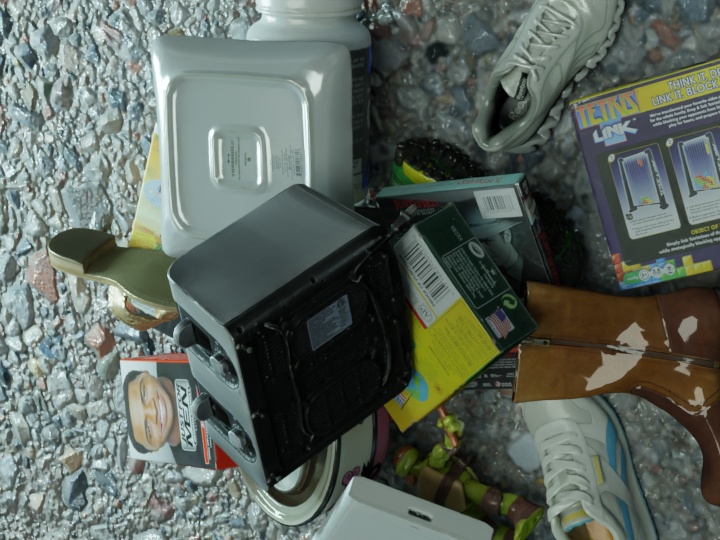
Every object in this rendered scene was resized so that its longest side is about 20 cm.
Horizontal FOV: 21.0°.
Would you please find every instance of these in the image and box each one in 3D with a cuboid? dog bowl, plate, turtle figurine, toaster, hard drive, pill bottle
[{"bbox_3d":[-0.047,0.129,1.782,0.199,0.073,0.202,13,106,55],"label":"dog bowl"},{"bbox_3d":[-0.099,-0.099,1.683,0.198,0.032,0.202,6,105,26],"label":"plate"},{"bbox_3d":[0.084,0.209,1.772,0.161,0.064,0.201,33,124,20],"label":"turtle figurine"},{"bbox_3d":[-0.051,0.046,1.584,0.118,0.199,0.182,33,146,39],"label":"toaster"},{"bbox_3d":[0.029,0.250,1.748,0.131,0.026,0.200,21,150,-4],"label":"hard drive"},{"bbox_3d":[-0.046,-0.163,1.723,0.113,0.114,0.202,10,107,27],"label":"pill bottle"}]

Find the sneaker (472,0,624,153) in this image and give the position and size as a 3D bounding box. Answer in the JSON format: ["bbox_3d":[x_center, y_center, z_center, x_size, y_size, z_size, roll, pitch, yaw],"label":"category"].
[{"bbox_3d":[0.156,-0.181,1.624,0.075,0.081,0.201,35,115,20],"label":"sneaker"}]

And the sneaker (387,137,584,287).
[{"bbox_3d":[0.109,-0.036,1.699,0.199,0.078,0.086,34,128,24],"label":"sneaker"}]

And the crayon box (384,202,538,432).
[{"bbox_3d":[0.055,0.043,1.642,0.127,0.051,0.200,56,146,7],"label":"crayon box"}]

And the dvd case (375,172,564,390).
[{"bbox_3d":[0.107,0.014,1.658,0.145,0.022,0.201,-5,120,36],"label":"dvd case"}]

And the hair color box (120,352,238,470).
[{"bbox_3d":[-0.158,0.130,1.833,0.199,0.061,0.103,-5,92,61],"label":"hair color box"}]

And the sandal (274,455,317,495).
[{"bbox_3d":[-0.082,0.098,1.714,0.081,0.054,0.202,-2,94,57],"label":"sandal"}]

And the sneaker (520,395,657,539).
[{"bbox_3d":[0.194,0.183,1.693,0.076,0.081,0.201,-27,87,33],"label":"sneaker"}]

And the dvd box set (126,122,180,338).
[{"bbox_3d":[-0.153,-0.026,1.867,0.145,0.029,0.202,26,114,22],"label":"dvd box set"}]

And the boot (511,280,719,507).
[{"bbox_3d":[0.225,0.104,1.607,0.198,0.069,0.190,0,107,-2],"label":"boot"}]

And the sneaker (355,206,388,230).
[{"bbox_3d":[0.000,0.000,1.774,0.198,0.075,0.107,17,143,8],"label":"sneaker"}]

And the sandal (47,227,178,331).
[{"bbox_3d":[-0.212,0.022,1.865,0.210,0.078,0.070,20,132,34],"label":"sandal"}]

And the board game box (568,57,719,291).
[{"bbox_3d":[0.286,-0.085,1.587,0.199,0.057,0.167,-13,94,32],"label":"board game box"}]
